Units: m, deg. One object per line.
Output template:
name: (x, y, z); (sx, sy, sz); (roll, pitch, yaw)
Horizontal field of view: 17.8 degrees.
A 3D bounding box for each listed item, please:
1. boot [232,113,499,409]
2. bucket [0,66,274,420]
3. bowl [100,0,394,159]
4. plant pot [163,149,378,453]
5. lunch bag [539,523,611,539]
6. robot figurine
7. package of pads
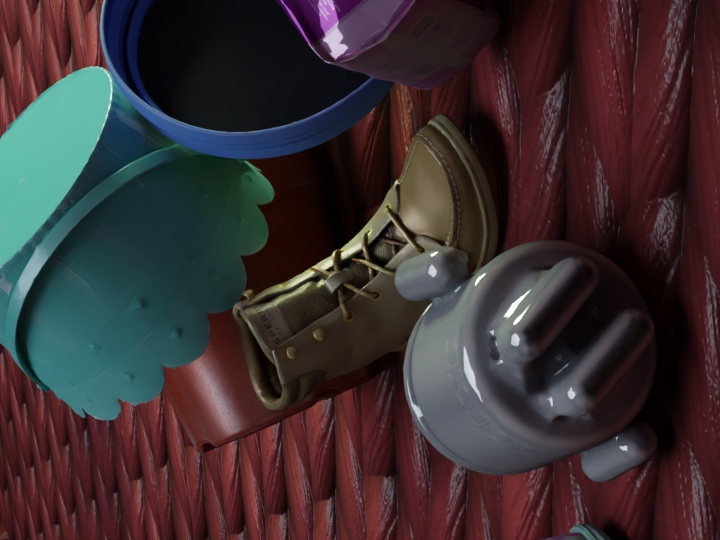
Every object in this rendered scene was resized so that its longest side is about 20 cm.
boot: (0.000, 0.000, 1.417); (0.073, 0.154, 0.201); (57, 157, 27)
bucket: (-0.170, -0.021, 1.490); (0.135, 0.208, 0.207); (38, 180, -27)
bowl: (-0.061, -0.155, 1.434); (0.039, 0.199, 0.201); (74, 171, -56)
plant pot: (-0.091, 0.017, 1.693); (0.197, 0.199, 0.201); (67, 162, 2)
lunch bag: (0.141, 0.257, 1.327); (0.161, 0.076, 0.201); (96, 154, -45)
robot figurine: (0.089, 0.050, 1.259); (0.170, 0.113, 0.200); (46, 161, -1)
package of pads: (0.004, -0.166, 1.250); (0.121, 0.075, 0.200); (55, -166, 9)
